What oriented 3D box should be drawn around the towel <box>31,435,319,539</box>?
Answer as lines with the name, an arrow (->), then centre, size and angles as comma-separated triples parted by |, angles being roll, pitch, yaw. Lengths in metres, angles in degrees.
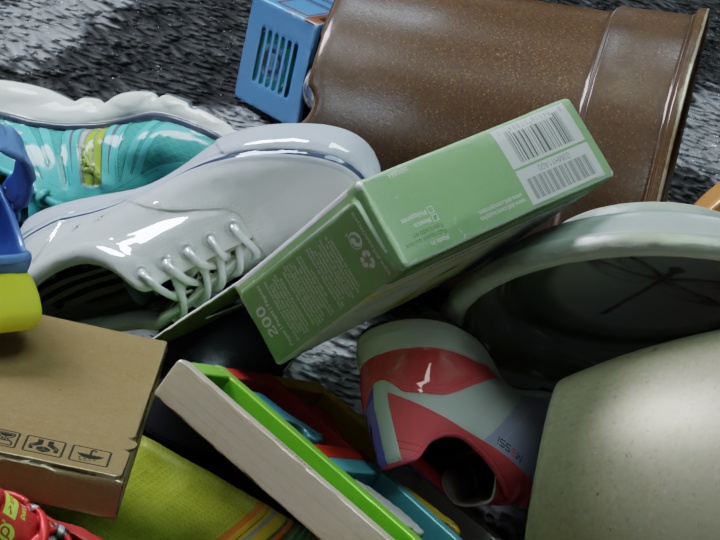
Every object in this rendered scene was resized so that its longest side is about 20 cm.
towel -> -0.088, 0.108, 1.125 | 0.199, 0.018, 0.086 | 28, 28, 17

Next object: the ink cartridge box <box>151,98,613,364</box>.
ink cartridge box -> 0.000, 0.000, 1.134 | 0.145, 0.200, 0.048 | -25, 81, -43

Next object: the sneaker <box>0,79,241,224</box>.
sneaker -> -0.134, -0.041, 1.280 | 0.199, 0.078, 0.080 | 5, 47, 24

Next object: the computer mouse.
computer mouse -> -0.088, 0.016, 1.258 | 0.140, 0.046, 0.200 | 22, 28, 6

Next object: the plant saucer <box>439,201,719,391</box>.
plant saucer -> 0.135, 0.014, 1.169 | 0.199, 0.200, 0.051 | 11, 62, -15

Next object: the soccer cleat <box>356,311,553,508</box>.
soccer cleat -> 0.068, 0.087, 1.185 | 0.200, 0.068, 0.074 | 32, 49, -44

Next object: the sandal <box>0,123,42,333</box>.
sandal -> -0.198, -0.037, 1.110 | 0.079, 0.088, 0.200 | -1, 15, -42

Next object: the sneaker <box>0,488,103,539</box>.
sneaker -> -0.122, 0.120, 0.950 | 0.199, 0.085, 0.077 | -2, 31, 10

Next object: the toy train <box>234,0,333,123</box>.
toy train -> 0.021, -0.131, 1.557 | 0.114, 0.087, 0.199 | 31, 29, 34

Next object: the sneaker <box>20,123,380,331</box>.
sneaker -> -0.080, -0.008, 1.188 | 0.073, 0.199, 0.071 | 52, 29, -35

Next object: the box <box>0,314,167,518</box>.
box -> -0.186, 0.043, 1.043 | 0.199, 0.021, 0.164 | 12, 18, -1

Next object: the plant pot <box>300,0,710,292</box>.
plant pot -> 0.072, -0.067, 1.376 | 0.197, 0.201, 0.200 | 14, 27, 8

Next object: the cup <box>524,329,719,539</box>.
cup -> 0.148, 0.110, 1.105 | 0.142, 0.201, 0.200 | 9, 26, 8

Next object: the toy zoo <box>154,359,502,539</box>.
toy zoo -> -0.002, 0.093, 1.126 | 0.131, 0.021, 0.200 | 40, 7, 18

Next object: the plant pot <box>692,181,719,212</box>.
plant pot -> 0.237, 0.025, 1.316 | 0.199, 0.201, 0.140 | 17, 11, -5
